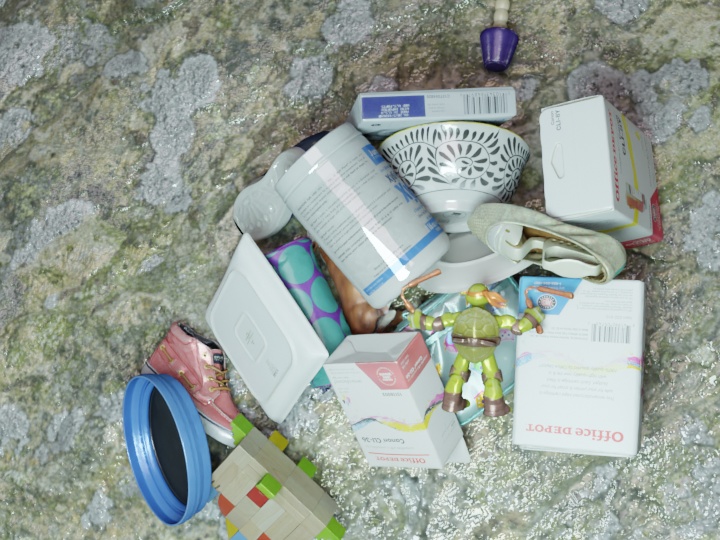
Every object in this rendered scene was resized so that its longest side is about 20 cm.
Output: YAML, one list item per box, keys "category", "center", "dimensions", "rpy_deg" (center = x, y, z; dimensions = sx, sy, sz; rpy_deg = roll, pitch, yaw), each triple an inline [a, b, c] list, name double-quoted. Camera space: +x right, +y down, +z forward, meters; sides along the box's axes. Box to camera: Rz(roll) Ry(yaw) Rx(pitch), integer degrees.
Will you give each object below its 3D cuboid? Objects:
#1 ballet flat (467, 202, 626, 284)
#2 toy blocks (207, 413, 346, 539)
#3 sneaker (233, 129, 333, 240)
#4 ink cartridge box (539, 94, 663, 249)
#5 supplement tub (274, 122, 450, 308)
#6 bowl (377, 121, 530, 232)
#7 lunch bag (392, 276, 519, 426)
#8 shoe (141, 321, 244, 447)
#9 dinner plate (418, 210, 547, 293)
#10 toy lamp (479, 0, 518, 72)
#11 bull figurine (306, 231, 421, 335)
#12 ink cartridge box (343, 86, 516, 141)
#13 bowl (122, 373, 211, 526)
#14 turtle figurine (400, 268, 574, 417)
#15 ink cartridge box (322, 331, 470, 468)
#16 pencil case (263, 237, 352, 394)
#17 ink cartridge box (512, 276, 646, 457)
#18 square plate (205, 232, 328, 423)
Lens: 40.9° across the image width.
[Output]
- category: "ballet flat"
  center: [0.207, -0.031, 1.120]
  dimensions: [0.198, 0.068, 0.062]
  rpy_deg: [14, 43, 26]
- category: "toy blocks"
  center: [-0.130, 0.305, 1.253]
  dimensions: [0.200, 0.100, 0.137]
  rpy_deg: [42, 116, 0]
- category: "sneaker"
  center: [-0.081, -0.124, 1.362]
  dimensions: [0.081, 0.146, 0.200]
  rpy_deg: [54, 136, 7]
- category: "ink cartridge box"
  center: [0.304, -0.115, 1.205]
  dimensions: [0.083, 0.199, 0.147]
  rpy_deg: [-11, 75, 32]
- category: "supplement tub"
  center: [0.004, -0.066, 1.190]
  dimensions: [0.132, 0.132, 0.200]
  rpy_deg: [-40, 90, 1]
- category: "bowl"
  center: [0.119, -0.107, 1.244]
  dimensions: [0.199, 0.201, 0.095]
  rpy_deg: [-1, 72, 11]
- category: "lunch bag"
  center: [0.136, 0.093, 1.244]
  dimensions: [0.199, 0.077, 0.161]
  rpy_deg: [-38, 93, 1]
- category: "shoe"
  center: [-0.206, 0.155, 1.321]
  dimensions: [0.199, 0.071, 0.091]
  rpy_deg: [34, 96, 21]
- category: "dinner plate"
  center: [0.160, -0.033, 1.238]
  dimensions: [0.199, 0.200, 0.024]
  rpy_deg: [-21, 111, 6]
- category: "toy lamp"
  center: [0.203, -0.381, 1.367]
  dimensions: [0.058, 0.058, 0.202]
  rpy_deg: [6, 80, 13]
- category: "bull figurine"
  center: [0.000, 0.000, 1.311]
  dimensions: [0.121, 0.065, 0.202]
  rpy_deg: [-28, 81, 35]
- category: "ink cartridge box"
  center: [0.082, -0.196, 1.258]
  dimensions: [0.197, 0.200, 0.041]
  rpy_deg: [-4, 89, -6]
- category: "bowl"
  center: [-0.255, 0.232, 1.271]
  dimensions: [0.039, 0.201, 0.202]
  rpy_deg: [-11, 70, -35]
- category: "turtle figurine"
  center: [0.143, 0.083, 1.106]
  dimensions: [0.198, 0.064, 0.163]
  rpy_deg: [1, 100, 8]
- category: "ink cartridge box"
  center: [0.049, 0.178, 1.198]
  dimensions: [0.116, 0.068, 0.201]
  rpy_deg: [-6, 118, 38]
- category: "pencil case"
  center: [-0.064, 0.058, 1.277]
  dimensions: [0.085, 0.092, 0.201]
  rpy_deg: [-29, 84, 31]
- category: "ink cartridge box"
  center: [0.261, 0.113, 1.143]
  dimensions: [0.143, 0.085, 0.202]
  rpy_deg: [2, 84, 20]
- category: "square plate"
  center: [-0.136, 0.084, 1.277]
  dimensions: [0.028, 0.200, 0.199]
  rpy_deg: [-22, 68, -36]
